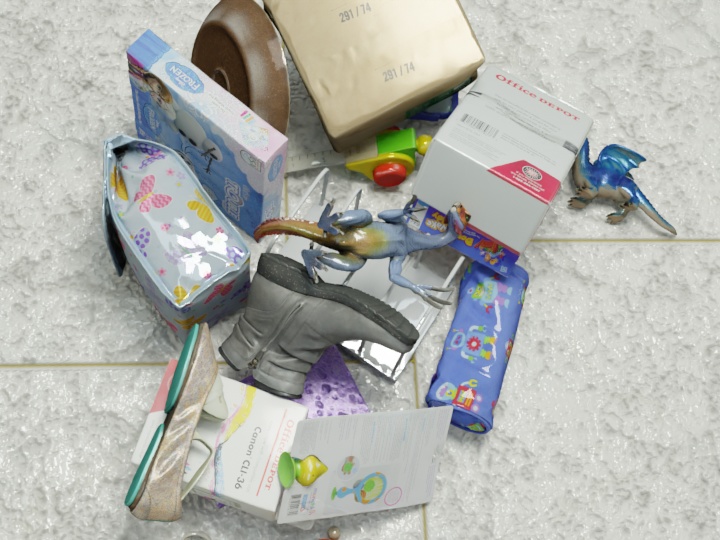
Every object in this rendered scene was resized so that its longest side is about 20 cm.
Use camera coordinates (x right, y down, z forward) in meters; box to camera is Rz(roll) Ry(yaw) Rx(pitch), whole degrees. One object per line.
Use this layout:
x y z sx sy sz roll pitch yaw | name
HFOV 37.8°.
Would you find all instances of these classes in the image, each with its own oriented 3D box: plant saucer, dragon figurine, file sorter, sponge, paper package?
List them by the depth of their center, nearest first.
-0.095 0.166 1.168 0.197 0.030 0.113 -27 73 -14 | sponge
0.000 0.000 1.192 0.198 0.125 0.140 33 68 7 | file sorter
0.015 -0.263 1.192 0.197 0.103 0.193 -27 90 1 | paper package
-0.149 -0.215 1.216 0.036 0.201 0.203 -15 69 -34 | plant saucer
0.318 -0.118 1.310 0.197 0.059 0.101 19 68 2 | dragon figurine

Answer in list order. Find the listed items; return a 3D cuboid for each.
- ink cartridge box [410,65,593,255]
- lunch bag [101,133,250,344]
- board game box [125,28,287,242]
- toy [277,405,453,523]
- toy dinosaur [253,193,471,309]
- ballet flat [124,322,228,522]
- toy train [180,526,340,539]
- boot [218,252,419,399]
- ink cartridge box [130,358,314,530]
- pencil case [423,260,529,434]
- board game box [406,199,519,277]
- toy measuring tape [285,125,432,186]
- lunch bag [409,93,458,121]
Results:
0.163 -0.130 1.187 0.144 0.084 0.201 29 41 7 | ink cartridge box
-0.215 -0.037 1.157 0.126 0.170 0.201 -33 79 -14 | lunch bag
-0.173 -0.145 1.186 0.198 0.201 0.044 37 67 9 | board game box
0.000 0.194 1.102 0.197 0.117 0.047 -1 21 -37 | toy
0.023 -0.047 1.095 0.198 0.107 0.180 29 25 35 | toy dinosaur
-0.172 0.155 1.051 0.066 0.068 0.203 24 73 -15 | ballet flat
-0.095 0.328 1.085 0.196 0.057 0.151 2 23 1 | toy train
-0.043 0.077 1.096 0.197 0.070 0.134 25 97 20 | boot
-0.126 0.185 1.105 0.196 0.068 0.118 18 69 1 | ink cartridge box
0.132 0.085 1.201 0.085 0.078 0.203 11 67 20 | pencil case
0.150 -0.094 1.242 0.133 0.045 0.201 28 41 5 | board game box
-0.002 -0.132 1.288 0.196 0.074 0.075 -11 68 14 | toy measuring tape
0.038 -0.288 1.313 0.166 0.128 0.204 1 80 -5 | lunch bag
